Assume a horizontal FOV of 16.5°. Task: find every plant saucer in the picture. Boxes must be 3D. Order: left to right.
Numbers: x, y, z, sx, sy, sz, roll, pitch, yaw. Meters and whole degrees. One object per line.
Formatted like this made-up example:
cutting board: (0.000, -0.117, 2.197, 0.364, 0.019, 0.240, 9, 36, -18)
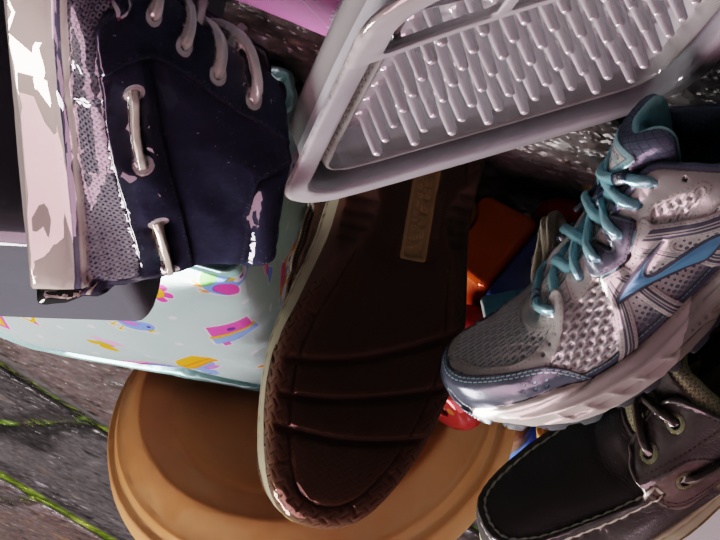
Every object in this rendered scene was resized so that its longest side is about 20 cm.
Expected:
plant saucer: (-0.026, 0.068, 1.190, 0.199, 0.201, 0.038, 13, 141, 22)

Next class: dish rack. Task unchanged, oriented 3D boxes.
dish rack: (0.059, -0.088, 0.825, 0.171, 0.044, 0.200, -17, 166, -16)

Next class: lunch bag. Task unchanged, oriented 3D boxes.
lunch bag: (-0.126, -0.034, 1.138, 0.199, 0.123, 0.171, 12, 159, 10)

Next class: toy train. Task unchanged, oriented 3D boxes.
toy train: (0.039, -0.020, 1.083, 0.115, 0.085, 0.200, 37, 156, 9)

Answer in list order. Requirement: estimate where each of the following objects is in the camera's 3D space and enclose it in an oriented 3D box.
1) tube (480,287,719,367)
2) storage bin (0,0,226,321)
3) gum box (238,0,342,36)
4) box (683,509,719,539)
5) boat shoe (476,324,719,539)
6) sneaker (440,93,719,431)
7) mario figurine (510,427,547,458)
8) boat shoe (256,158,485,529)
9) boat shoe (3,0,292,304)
tube: (0.149, 0.015, 1.000, 0.199, 0.051, 0.078, -13, 159, 3)
storage bin: (-0.133, -0.067, 0.975, 0.133, 0.201, 0.146, 8, 157, 11)
gum box: (-0.021, -0.155, 0.801, 0.113, 0.066, 0.200, 22, 160, -3)
box: (0.170, 0.153, 1.092, 0.130, 0.200, 0.200, 15, -172, 16)
boat shoe: (0.129, 0.050, 0.950, 0.200, 0.072, 0.066, -26, 138, 5)
sneaker: (0.106, -0.019, 0.917, 0.199, 0.078, 0.086, -33, 122, 13)
mario figurine: (0.150, 0.117, 1.328, 0.200, 0.106, 0.124, 50, -176, -33)
boat shoe: (0.006, 0.002, 0.987, 0.074, 0.204, 0.075, 19, 176, -13)
boat shoe: (-0.071, -0.081, 0.825, 0.092, 0.075, 0.201, -6, 130, -8)
